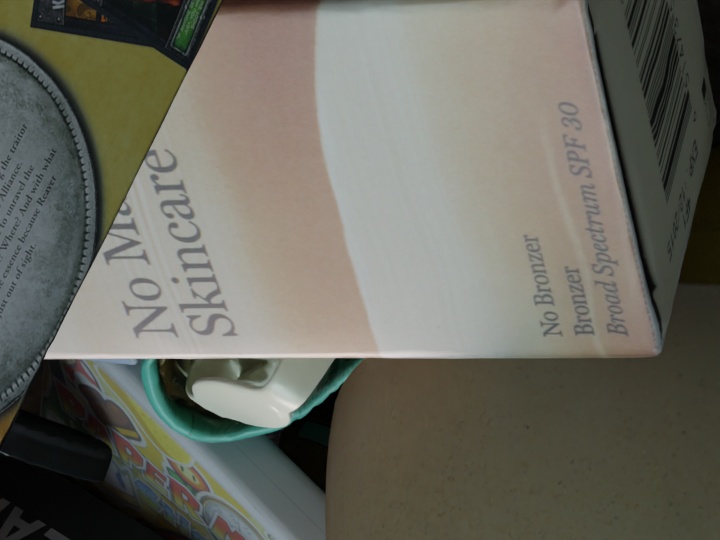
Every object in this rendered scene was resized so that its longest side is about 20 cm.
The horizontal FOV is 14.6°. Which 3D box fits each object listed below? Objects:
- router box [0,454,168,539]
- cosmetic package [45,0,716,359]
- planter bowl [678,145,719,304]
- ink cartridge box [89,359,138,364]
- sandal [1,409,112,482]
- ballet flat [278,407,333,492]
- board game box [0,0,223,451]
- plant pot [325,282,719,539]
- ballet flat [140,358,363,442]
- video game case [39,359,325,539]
[{"bbox_3d":[-0.070,0.146,0.913,0.200,0.052,0.157,26,147,40],"label":"router box"},{"bbox_3d":[-0.031,-0.043,0.622,0.200,0.087,0.103,-2,131,20],"label":"cosmetic package"},{"bbox_3d":[0.116,0.022,0.724,0.200,0.084,0.200,7,151,4],"label":"planter bowl"},{"bbox_3d":[-0.162,-0.024,0.779,0.200,0.042,0.119,8,152,8],"label":"ink cartridge box"},{"bbox_3d":[-0.176,0.047,0.841,0.200,0.048,0.075,12,180,-7],"label":"sandal"},{"bbox_3d":[0.009,0.101,0.937,0.072,0.068,0.200,22,157,22],"label":"ballet flat"},{"bbox_3d":[-0.067,-0.090,0.453,0.035,0.200,0.135,11,159,43],"label":"board game box"},{"bbox_3d":[0.081,0.109,0.665,0.200,0.135,0.200,8,151,4],"label":"plant pot"},{"bbox_3d":[0.000,0.000,0.735,0.067,0.070,0.200,22,149,-21],"label":"ballet flat"},{"bbox_3d":[-0.028,0.110,0.884,0.200,0.023,0.182,44,155,14],"label":"video game case"}]
